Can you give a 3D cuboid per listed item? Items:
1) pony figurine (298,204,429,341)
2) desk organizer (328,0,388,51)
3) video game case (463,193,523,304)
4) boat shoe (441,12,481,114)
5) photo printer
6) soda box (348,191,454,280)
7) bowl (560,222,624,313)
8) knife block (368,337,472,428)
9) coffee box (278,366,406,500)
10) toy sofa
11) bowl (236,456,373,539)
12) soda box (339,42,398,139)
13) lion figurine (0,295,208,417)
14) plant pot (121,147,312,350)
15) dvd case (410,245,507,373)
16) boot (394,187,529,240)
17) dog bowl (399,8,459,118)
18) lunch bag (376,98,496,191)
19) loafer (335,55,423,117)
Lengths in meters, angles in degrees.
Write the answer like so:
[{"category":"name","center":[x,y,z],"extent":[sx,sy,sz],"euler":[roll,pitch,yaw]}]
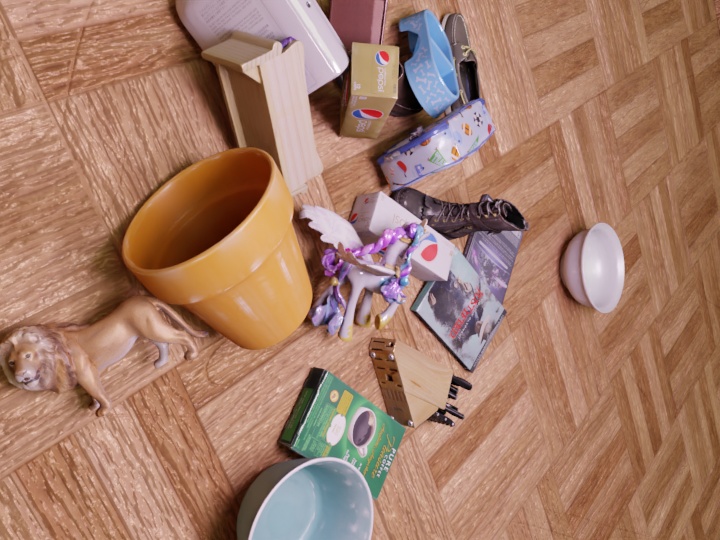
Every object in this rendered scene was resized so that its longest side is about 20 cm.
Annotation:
[{"category":"pony figurine","center":[0.000,0.000,0.818],"extent":[0.189,0.167,0.203],"euler":[10,117,-39]},{"category":"desk organizer","center":[-0.002,-0.364,0.832],"extent":[0.075,0.201,0.074],"euler":[7,114,-2]},{"category":"video game case","center":[0.261,-0.027,1.135],"extent":[0.142,0.019,0.204],"euler":[35,68,-34]},{"category":"boat shoe","center":[0.192,-0.382,1.059],"extent":[0.071,0.059,0.208],"euler":[-6,93,-40]},{"category":"photo printer","center":[-0.129,-0.309,0.716],"extent":[0.201,0.164,0.070],"euler":[51,41,-26]},{"category":"soda box","center":[0.071,-0.052,0.943],"extent":[0.198,0.063,0.070],"euler":[30,70,-36]},{"category":"bowl","center":[0.529,-0.005,1.318],"extent":[0.197,0.089,0.208],"euler":[1,88,-40]},{"category":"knife block","center":[0.115,0.180,0.974],"extent":[0.173,0.063,0.205],"euler":[-27,105,-38]},{"category":"coffee box","center":[-0.022,0.252,0.866],"extent":[0.199,0.043,0.125],"euler":[40,65,-32]},{"category":"toy sofa","center":[-0.119,-0.193,0.722],"extent":[0.097,0.082,0.204],"euler":[-40,140,-31]},{"category":"bowl","center":[-0.087,0.342,0.764],"extent":[0.197,0.104,0.207],"euler":[-1,92,-38]},{"category":"soda box","center":[0.007,-0.247,0.807],"extent":[0.062,0.200,0.070],"euler":[2,88,-6]},{"category":"lion figurine","center":[-0.277,0.079,0.624],"extent":[0.198,0.072,0.125],"euler":[-35,112,-28]},{"category":"plant pot","center":[-0.149,-0.011,0.685],"extent":[0.202,0.197,0.185],"euler":[-54,136,-27]},{"category":"dvd case","center":[0.189,0.075,1.054],"extent":[0.200,0.022,0.147],"euler":[47,69,-31]},{"category":"boot","center":[0.172,-0.102,0.959],"extent":[0.197,0.172,0.071],"euler":[16,79,-39]},{"category":"dog bowl","center":[0.119,-0.354,0.953],"extent":[0.111,0.049,0.205],"euler":[32,46,-46]},{"category":"lunch bag","center":[0.121,-0.206,0.934],"extent":[0.199,0.158,0.077],"euler":[-35,103,-39]},{"category":"loafer","center":[0.051,-0.304,0.928],"extent":[0.196,0.070,0.075],"euler":[-1,89,-41]}]
